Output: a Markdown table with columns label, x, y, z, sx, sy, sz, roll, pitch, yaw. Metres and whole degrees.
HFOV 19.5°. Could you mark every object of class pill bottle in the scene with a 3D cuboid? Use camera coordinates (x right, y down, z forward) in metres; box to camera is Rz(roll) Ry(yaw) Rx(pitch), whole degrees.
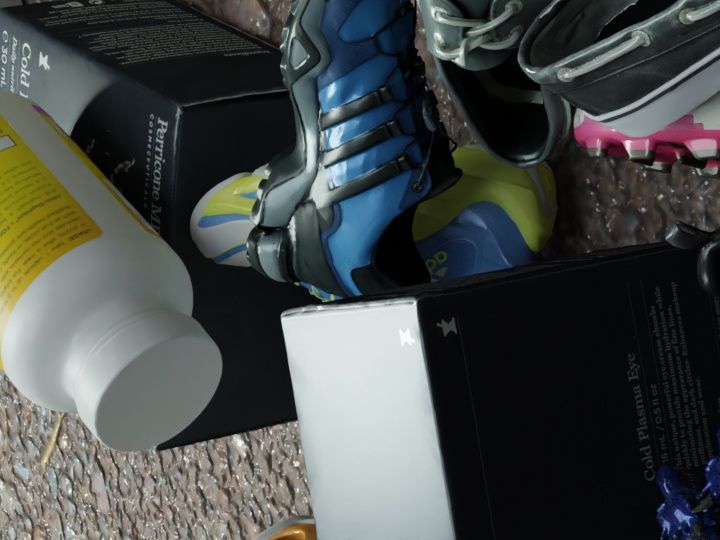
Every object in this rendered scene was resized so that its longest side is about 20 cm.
| label | x | y | z | sx | sy | sz | roll | pitch | yaw |
| --- | --- | --- | --- | --- | --- | --- | --- | --- | --- |
| pill bottle | -0.154 | 0.001 | 1.062 | 0.200 | 0.104 | 0.104 | 45 | 132 | 35 |

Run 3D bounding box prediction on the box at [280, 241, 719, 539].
| label | x | y | z | sx | sy | sz | roll | pitch | yaw |
| --- | --- | --- | --- | --- | --- | --- | --- | --- | --- |
| box | 0.080 | 0.096 | 0.901 | 0.104 | 0.182 | 0.200 | -8 | 91 | 54 |

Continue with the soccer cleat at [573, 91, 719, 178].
| label | x | y | z | sx | sy | sz | roll | pitch | yaw |
| --- | --- | --- | --- | --- | --- | --- | --- | --- | --- |
| soccer cleat | 0.167 | -0.086 | 0.845 | 0.200 | 0.070 | 0.086 | -3 | 81 | 52 |

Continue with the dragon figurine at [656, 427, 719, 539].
| label | x | y | z | sx | sy | sz | roll | pitch | yaw |
| --- | --- | --- | --- | --- | --- | --- | --- | --- | --- |
| dragon figurine | 0.183 | 0.156 | 0.844 | 0.059 | 0.099 | 0.200 | -28 | 76 | 54 |

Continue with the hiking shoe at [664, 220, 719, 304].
| label | x | y | z | sx | sy | sz | roll | pitch | yaw |
| --- | --- | --- | --- | --- | --- | --- | --- | --- | --- |
| hiking shoe | 0.192 | 0.057 | 0.805 | 0.200 | 0.101 | 0.076 | 57 | 139 | 28 |

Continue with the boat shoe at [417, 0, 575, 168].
| label | x | y | z | sx | sy | sz | roll | pitch | yaw |
| --- | --- | --- | --- | --- | --- | --- | --- | --- | --- |
| boat shoe | 0.059 | -0.105 | 0.855 | 0.200 | 0.073 | 0.062 | 64 | -146 | -65 |

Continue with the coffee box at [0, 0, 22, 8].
| label | x | y | z | sx | sy | sz | roll | pitch | yaw |
| --- | --- | --- | --- | --- | --- | --- | --- | --- | --- |
| coffee box | -0.349 | -0.120 | 1.424 | 0.198 | 0.200 | 0.200 | -39 | 67 | 52 |

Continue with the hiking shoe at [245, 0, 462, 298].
| label | x | y | z | sx | sy | sz | roll | pitch | yaw |
| --- | --- | --- | --- | --- | --- | --- | --- | --- | --- |
| hiking shoe | 0.011 | -0.072 | 0.928 | 0.087 | 0.074 | 0.200 | 23 | 127 | 15 |

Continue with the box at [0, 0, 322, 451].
| label | x | y | z | sx | sy | sz | roll | pitch | yaw |
| --- | --- | --- | --- | --- | --- | --- | --- | --- | --- |
| box | -0.112 | -0.034 | 1.188 | 0.197 | 0.124 | 0.200 | 28 | 121 | 45 |

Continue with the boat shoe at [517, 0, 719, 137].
| label | x | y | z | sx | sy | sz | roll | pitch | yaw |
| --- | --- | --- | --- | --- | --- | --- | --- | --- | --- |
| boat shoe | 0.139 | -0.125 | 0.783 | 0.199 | 0.068 | 0.074 | -34 | 44 | 42 |

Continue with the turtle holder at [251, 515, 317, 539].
| label | x | y | z | sx | sy | sz | roll | pitch | yaw |
| --- | --- | --- | --- | --- | --- | --- | --- | --- | --- |
| turtle holder | -0.001 | 0.205 | 1.102 | 0.141 | 0.185 | 0.132 | -47 | 56 | 11 |

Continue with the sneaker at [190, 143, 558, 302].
| label | x | y | z | sx | sy | sz | roll | pitch | yaw |
| --- | --- | --- | --- | --- | --- | --- | --- | --- | --- |
| sneaker | 0.000 | 0.000 | 1.018 | 0.200 | 0.076 | 0.105 | -9 | 72 | 32 |
